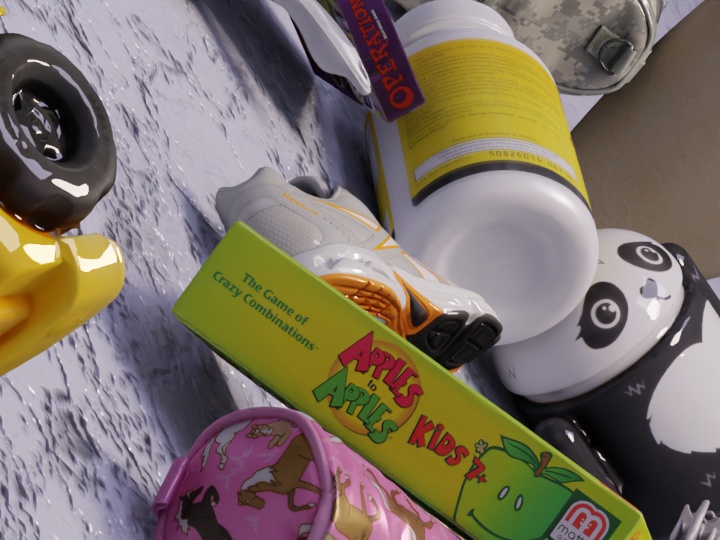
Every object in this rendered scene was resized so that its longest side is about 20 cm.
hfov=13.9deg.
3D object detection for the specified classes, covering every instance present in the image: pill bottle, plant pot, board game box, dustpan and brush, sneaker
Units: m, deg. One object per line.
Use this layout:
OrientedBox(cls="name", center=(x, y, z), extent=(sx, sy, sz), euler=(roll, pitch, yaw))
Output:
OrientedBox(cls="pill bottle", center=(0.061, -0.061, 1.609), extent=(0.112, 0.112, 0.201), euler=(48, 20, -35))
OrientedBox(cls="plant pot", center=(0.218, -0.067, 1.947), extent=(0.188, 0.199, 0.188), euler=(52, 16, -22))
OrientedBox(cls="board game box", center=(0.023, 0.064, 1.192), extent=(0.200, 0.048, 0.102), euler=(36, -4, 13))
OrientedBox(cls="dustpan and brush", center=(-0.065, -0.165, 1.503), extent=(0.201, 0.057, 0.140), euler=(60, 15, 1))
OrientedBox(cls="board game box", center=(-0.032, -0.181, 1.546), extent=(0.201, 0.032, 0.120), euler=(66, -7, -23))
OrientedBox(cls="sneaker", center=(0.000, 0.000, 1.390), extent=(0.092, 0.075, 0.200), euler=(62, 14, 25))

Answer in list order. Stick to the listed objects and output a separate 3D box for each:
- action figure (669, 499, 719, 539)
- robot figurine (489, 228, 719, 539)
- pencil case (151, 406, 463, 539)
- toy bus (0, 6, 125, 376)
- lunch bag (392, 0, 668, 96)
OrientedBox(cls="action figure", center=(0.167, 0.196, 1.480), extent=(0.069, 0.131, 0.200), euler=(20, -20, 38))
OrientedBox(cls="robot figurine", center=(0.158, 0.070, 1.647), extent=(0.200, 0.124, 0.150), euler=(54, 8, -20))
OrientedBox(cls="pencil case", center=(0.003, 0.124, 1.141), extent=(0.200, 0.086, 0.083), euler=(42, 25, -47))
OrientedBox(cls="toy bus", center=(-0.183, -0.045, 0.820), extent=(0.201, 0.135, 0.192), euler=(63, 29, 2))
OrientedBox(cls="lunch bag", center=(0.123, -0.197, 1.935), extent=(0.168, 0.140, 0.200), euler=(40, 16, -4))
